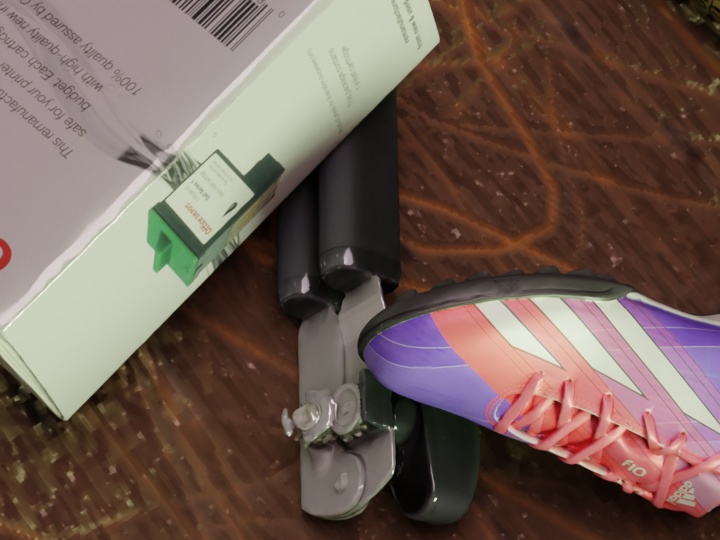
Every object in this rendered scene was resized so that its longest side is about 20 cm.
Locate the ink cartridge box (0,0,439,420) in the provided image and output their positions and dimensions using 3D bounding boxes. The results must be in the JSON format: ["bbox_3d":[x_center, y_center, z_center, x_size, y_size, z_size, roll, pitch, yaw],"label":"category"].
[{"bbox_3d":[-0.094,-0.070,0.978,0.146,0.084,0.200,39,78,26],"label":"ink cartridge box"}]

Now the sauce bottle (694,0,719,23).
[{"bbox_3d":[0.136,-0.140,1.071,0.066,0.066,0.200,-40,71,-20],"label":"sauce bottle"}]

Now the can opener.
[{"bbox_3d":[0.000,0.000,1.007,0.066,0.053,0.201,14,60,-36],"label":"can opener"}]

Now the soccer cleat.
[{"bbox_3d":[0.095,0.048,0.956,0.199,0.068,0.074,8,63,-21],"label":"soccer cleat"}]
